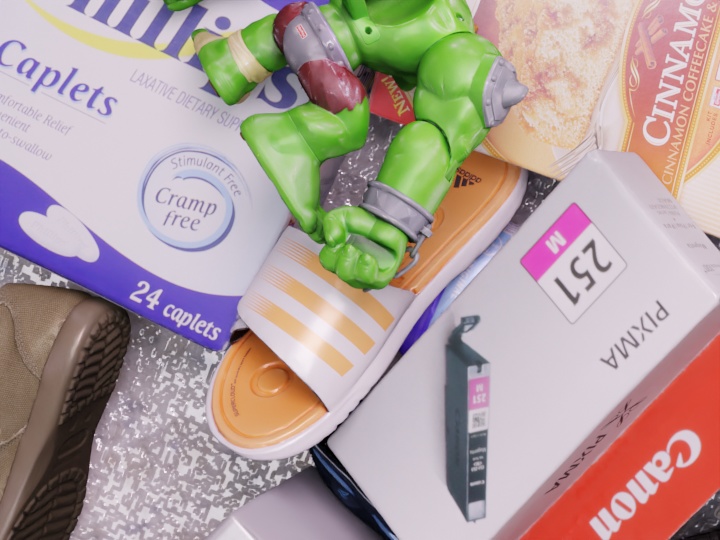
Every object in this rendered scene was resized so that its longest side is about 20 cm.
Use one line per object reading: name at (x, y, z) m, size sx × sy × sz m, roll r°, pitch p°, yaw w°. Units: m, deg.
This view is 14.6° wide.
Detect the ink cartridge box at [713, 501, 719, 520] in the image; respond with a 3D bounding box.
ink cartridge box at (0.277, 0.066, 1.299) m, size 0.147 × 0.083 × 0.200 m, roll 34°, pitch 78°, yaw 3°

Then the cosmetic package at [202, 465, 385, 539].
cosmetic package at (-0.066, 0.211, 1.337) m, size 0.200 × 0.199 × 0.123 m, roll -45°, pitch 85°, yaw 8°

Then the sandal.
sandal at (-0.005, -0.003, 1.314) m, size 0.079 × 0.059 × 0.207 m, roll 25°, pitch 65°, yaw 39°

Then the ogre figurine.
ogre figurine at (-0.005, -0.096, 1.259) m, size 0.120 × 0.098 × 0.200 m, roll -33°, pitch 43°, yaw 4°

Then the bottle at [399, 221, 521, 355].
bottle at (0.112, 0.039, 1.368) m, size 0.199 × 0.065 × 0.084 m, roll 25°, pitch 91°, yaw 8°

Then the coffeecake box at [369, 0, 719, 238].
coffeecake box at (0.119, -0.119, 1.303) m, size 0.199 × 0.073 × 0.154 m, roll 21°, pitch 108°, yaw 25°

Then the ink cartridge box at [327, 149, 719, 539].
ink cartridge box at (0.102, 0.076, 1.262) m, size 0.200 × 0.043 × 0.174 m, roll -48°, pitch 66°, yaw 24°

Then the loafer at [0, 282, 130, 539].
loafer at (-0.175, 0.089, 1.409) m, size 0.067 × 0.076 × 0.201 m, roll 33°, pitch 112°, yaw 20°

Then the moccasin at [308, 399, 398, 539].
moccasin at (0.048, 0.130, 1.357) m, size 0.200 × 0.068 × 0.081 m, roll 27°, pitch 90°, yaw 24°

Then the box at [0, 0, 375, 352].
box at (-0.098, -0.088, 1.381) m, size 0.183 × 0.105 × 0.201 m, roll 25°, pitch 95°, yaw 7°

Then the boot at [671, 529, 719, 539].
boot at (0.173, 0.206, 1.372) m, size 0.174 × 0.069 × 0.201 m, roll -17°, pitch 85°, yaw 15°
